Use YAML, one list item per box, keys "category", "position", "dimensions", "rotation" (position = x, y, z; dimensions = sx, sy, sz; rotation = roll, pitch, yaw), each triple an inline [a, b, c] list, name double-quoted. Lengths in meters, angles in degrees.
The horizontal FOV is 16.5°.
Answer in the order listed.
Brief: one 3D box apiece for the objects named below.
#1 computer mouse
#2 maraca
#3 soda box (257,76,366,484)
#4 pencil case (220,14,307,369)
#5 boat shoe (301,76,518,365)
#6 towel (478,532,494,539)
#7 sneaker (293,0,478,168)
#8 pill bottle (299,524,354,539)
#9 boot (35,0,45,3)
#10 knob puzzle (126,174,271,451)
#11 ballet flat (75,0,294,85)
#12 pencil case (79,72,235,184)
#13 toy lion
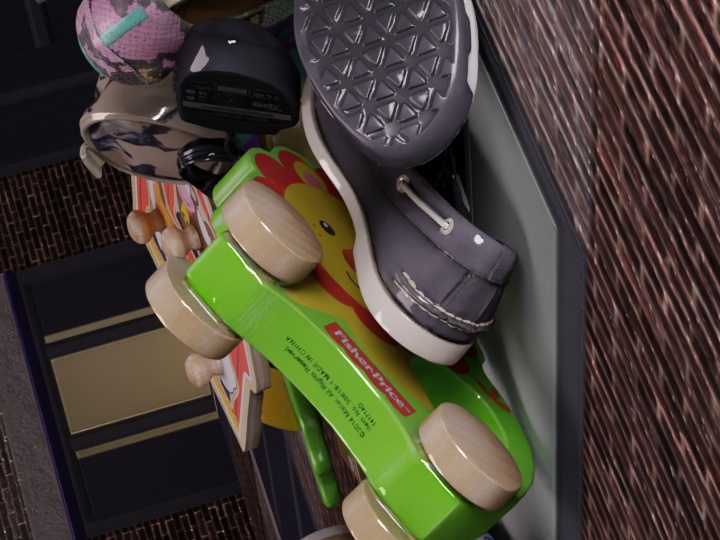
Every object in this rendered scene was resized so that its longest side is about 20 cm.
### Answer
- category: "computer mouse"
  position: [-0.058, -0.074, 1.160]
  dimensions: [0.200, 0.058, 0.034]
  rotation: [106, 172, -73]
- category: "maraca"
  position: [-0.046, 0.048, 1.535]
  dimensions: [0.137, 0.106, 0.201]
  rotation: [-46, -61, -88]
- category: "soda box"
  position: [0.000, 0.000, 1.253]
  dimensions: [0.068, 0.064, 0.201]
  rotation: [-135, 30, -76]
- category: "pencil case"
  position: [-0.037, -0.043, 1.357]
  dimensions: [0.092, 0.085, 0.201]
  rotation: [-51, -47, -60]
- category: "boat shoe"
  position: [0.027, -0.045, 1.064]
  dimensions: [0.063, 0.072, 0.200]
  rotation: [-50, 32, 26]
- category: "towel"
  position: [0.086, 0.205, 1.226]
  dimensions: [0.200, 0.024, 0.146]
  rotation: [-131, 28, -70]
- category: "sneaker"
  position: [0.009, -0.121, 1.005]
  dimensions: [0.083, 0.071, 0.201]
  rotation: [41, -155, -56]
- category: "pill bottle"
  position: [0.008, 0.258, 1.548]
  dimensions: [0.200, 0.110, 0.111]
  rotation: [-117, 14, -57]
- category: "boot"
  position: [-0.113, -0.214, 1.187]
  dimensions: [0.069, 0.174, 0.200]
  rotation: [60, -179, -34]
- category: "knob puzzle"
  position: [-0.101, -0.013, 1.382]
  dimensions: [0.220, 0.030, 0.221]
  rotation: [161, 90, -75]
- category: "ballet flat"
  position: [-0.054, -0.147, 1.162]
  dimensions: [0.071, 0.200, 0.069]
  rotation: [-26, 99, 41]
- category: "pencil case"
  position: [-0.089, -0.144, 1.264]
  dimensions: [0.078, 0.089, 0.201]
  rotation: [29, -114, -49]
- category: "toy lion"
  position: [0.004, 0.028, 1.089]
  dimensions: [0.200, 0.069, 0.192]
  rotation: [48, -161, 10]
